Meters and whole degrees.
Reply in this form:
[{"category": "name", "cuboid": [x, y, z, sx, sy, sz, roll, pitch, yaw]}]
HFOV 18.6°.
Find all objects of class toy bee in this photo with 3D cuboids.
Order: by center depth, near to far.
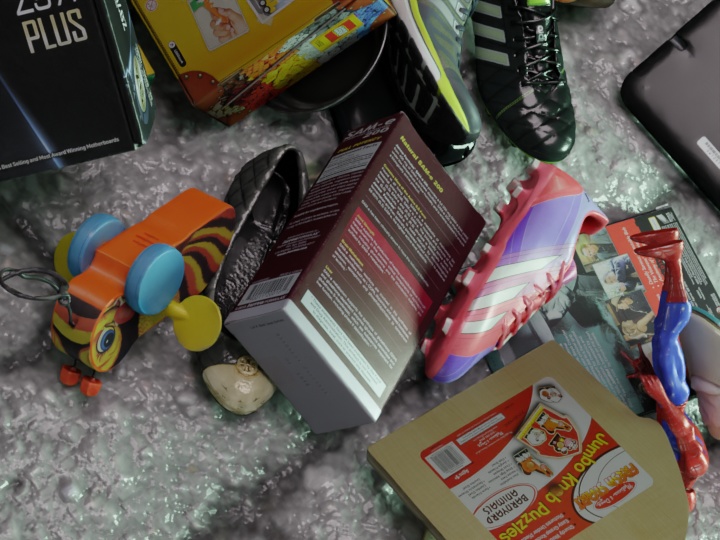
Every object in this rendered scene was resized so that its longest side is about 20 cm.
[{"category": "toy bee", "cuboid": [-0.165, 0.019, 1.426, 0.199, 0.109, 0.131, -9, 35, -34]}]

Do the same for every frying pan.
[{"category": "frying pan", "cuboid": [-0.041, -0.189, 1.597, 0.031, 0.115, 0.190, 43, 21, -52]}]

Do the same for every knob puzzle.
[{"category": "knob puzzle", "cuboid": [0.130, 0.156, 1.468, 0.219, 0.031, 0.220, 7, 48, -8]}]

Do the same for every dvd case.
[{"category": "dvd case", "cuboid": [0.178, 0.040, 1.598, 0.199, 0.022, 0.146, -17, 72, -30]}]

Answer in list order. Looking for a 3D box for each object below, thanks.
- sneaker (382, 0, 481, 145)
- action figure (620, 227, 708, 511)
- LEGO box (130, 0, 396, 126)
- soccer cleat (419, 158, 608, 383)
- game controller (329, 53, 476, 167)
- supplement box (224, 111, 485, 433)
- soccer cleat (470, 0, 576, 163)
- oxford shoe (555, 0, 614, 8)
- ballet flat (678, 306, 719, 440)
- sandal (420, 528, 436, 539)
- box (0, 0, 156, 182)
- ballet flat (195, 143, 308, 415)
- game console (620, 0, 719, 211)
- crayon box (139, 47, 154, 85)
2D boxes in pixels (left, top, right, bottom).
[{"category": "sneaker", "cuboid": [0.055, -0.184, 1.585, 0.081, 0.074, 0.201, -13, 71, -16]}, {"category": "action figure", "cuboid": [0.213, 0.075, 1.534, 0.051, 0.065, 0.201, -10, 103, 0]}, {"category": "LEGO box", "cuboid": [-0.093, -0.228, 1.543, 0.149, 0.077, 0.200, -33, 76, 9]}, {"category": "soccer cleat", "cuboid": [0.109, 0.008, 1.538, 0.076, 0.067, 0.200, 35, 55, -6]}, {"category": "game controller", "cuboid": [0.014, -0.163, 1.630, 0.104, 0.042, 0.201, -14, 69, -13]}, {"category": "supplement box", "cuboid": [0.000, 0.000, 1.488, 0.109, 0.061, 0.200, 52, 48, -24]}, {"category": "soccer cleat", "cuboid": [0.121, -0.177, 1.651, 0.067, 0.081, 0.201, -5, 66, -25]}, {"category": "oxford shoe", "cuboid": [0.146, -0.288, 1.742, 0.072, 0.071, 0.201, 17, 49, -50]}, {"category": "ballet flat", "cuboid": [0.287, 0.110, 1.573, 0.200, 0.069, 0.070, 41, 55, -13]}, {"category": "sandal", "cuboid": [0.073, 0.239, 1.418, 0.077, 0.070, 0.212, 19, 58, -13]}, {"category": "box", "cuboid": [-0.245, -0.141, 1.375, 0.199, 0.086, 0.164, -12, 110, 5]}, {"category": "ballet flat", "cuboid": [-0.073, 0.003, 1.487, 0.066, 0.057, 0.201, 14, 60, -15]}, {"category": "game console", "cuboid": [0.326, -0.117, 1.746, 0.176, 0.116, 0.200, -41, 83, -4]}, {"category": "crayon box", "cuboid": [-0.242, -0.185, 1.512, 0.119, 0.058, 0.200, -21, 74, -30]}]
